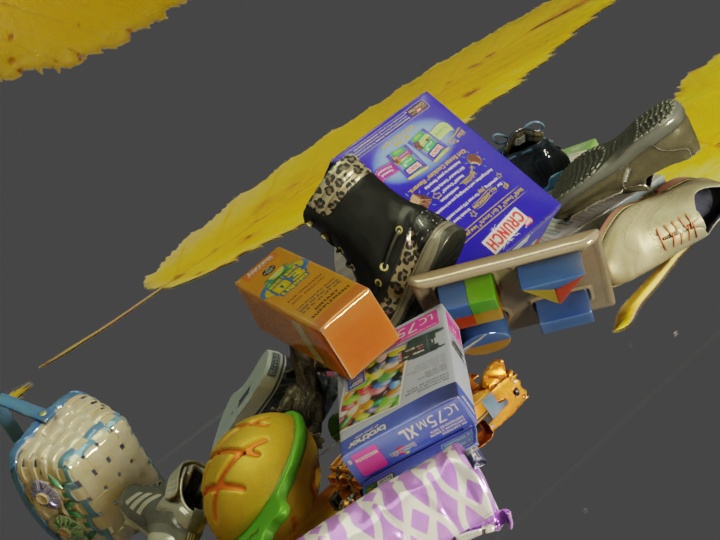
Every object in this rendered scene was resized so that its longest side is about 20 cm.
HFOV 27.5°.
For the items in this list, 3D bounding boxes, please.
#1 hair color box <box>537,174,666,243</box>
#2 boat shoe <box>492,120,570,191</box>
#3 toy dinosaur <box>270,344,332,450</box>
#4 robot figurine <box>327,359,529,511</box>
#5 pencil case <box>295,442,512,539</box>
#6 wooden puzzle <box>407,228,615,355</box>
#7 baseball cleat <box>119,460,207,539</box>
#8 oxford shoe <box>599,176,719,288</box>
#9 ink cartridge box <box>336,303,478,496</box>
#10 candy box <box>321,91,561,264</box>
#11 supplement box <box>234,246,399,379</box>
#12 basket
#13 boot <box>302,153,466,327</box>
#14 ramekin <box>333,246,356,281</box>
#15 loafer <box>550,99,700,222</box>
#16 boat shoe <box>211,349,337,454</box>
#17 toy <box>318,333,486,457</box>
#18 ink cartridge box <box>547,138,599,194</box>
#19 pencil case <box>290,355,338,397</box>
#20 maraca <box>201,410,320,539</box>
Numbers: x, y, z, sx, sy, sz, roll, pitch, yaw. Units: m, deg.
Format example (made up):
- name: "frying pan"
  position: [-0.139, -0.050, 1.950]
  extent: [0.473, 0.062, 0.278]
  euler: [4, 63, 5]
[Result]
- name: "hair color box"
  position: [0.249, -0.036, 1.653]
  extent: [0.199, 0.061, 0.099]
  euler: [-31, 14, -10]
- name: "boat shoe"
  position: [0.214, -0.149, 1.821]
  extent: [0.084, 0.069, 0.200]
  euler: [-30, 15, -11]
- name: "toy dinosaur"
  position: [-0.068, 0.157, 1.516]
  extent: [0.102, 0.077, 0.201]
  euler: [-65, -6, -58]
- name: "robot figurine"
  position: [0.053, 0.158, 1.358]
  extent: [0.200, 0.058, 0.145]
  euler: [-35, 10, -24]
- name: "pencil case"
  position: [0.023, 0.219, 1.176]
  extent: [0.199, 0.084, 0.086]
  euler: [-31, 53, -3]
- name: "wooden puzzle"
  position: [0.154, 0.031, 1.438]
  extent: [0.184, 0.047, 0.200]
  euler: [-15, -22, 9]
- name: "baseball cleat"
  position: [-0.189, 0.235, 1.496]
  extent: [0.107, 0.069, 0.200]
  euler: [-65, 26, 1]
- name: "oxford shoe"
  position: [0.317, -0.046, 1.540]
  extent: [0.200, 0.071, 0.074]
  euler: [-38, 19, -31]
- name: "ink cartridge box"
  position: [0.038, 0.115, 1.305]
  extent: [0.119, 0.042, 0.200]
  euler: [-29, 27, 12]
- name: "candy box"
  position: [0.083, -0.071, 1.568]
  extent: [0.169, 0.200, 0.077]
  euler: [-38, -18, -35]
- name: "supplement box"
  position: [-0.046, 0.038, 1.418]
  extent: [0.066, 0.069, 0.200]
  euler: [-41, 26, -15]
- name: "basket"
  position: [-0.323, 0.219, 1.648]
  extent: [0.139, 0.177, 0.199]
  euler: [-43, 29, -27]
- name: "boot"
  position: [0.001, -0.001, 1.491]
  extent: [0.073, 0.154, 0.204]
  euler: [-16, -39, -59]
- name: "ramekin"
  position: [0.062, -0.016, 1.699]
  extent: [0.202, 0.203, 0.094]
  euler: [-37, 5, -30]
- name: "loafer"
  position: [0.281, -0.103, 1.582]
  extent: [0.200, 0.070, 0.075]
  euler: [-35, 20, 39]
- name: "boat shoe"
  position: [-0.097, 0.166, 1.628]
  extent: [0.200, 0.090, 0.071]
  euler: [-52, 19, 50]
- name: "toy"
  position: [0.026, 0.115, 1.461]
  extent: [0.115, 0.047, 0.200]
  euler: [-34, -7, -44]
- name: "ink cartridge box"
  position: [0.230, -0.084, 1.843]
  extent: [0.117, 0.068, 0.200]
  euler: [-18, 17, 34]
- name: "pencil case"
  position: [0.004, 0.095, 1.627]
  extent: [0.082, 0.087, 0.200]
  euler: [-20, 8, -34]
- name: "maraca"
  position: [-0.095, 0.211, 1.377]
  extent: [0.137, 0.107, 0.200]
  euler: [-52, 16, 27]
